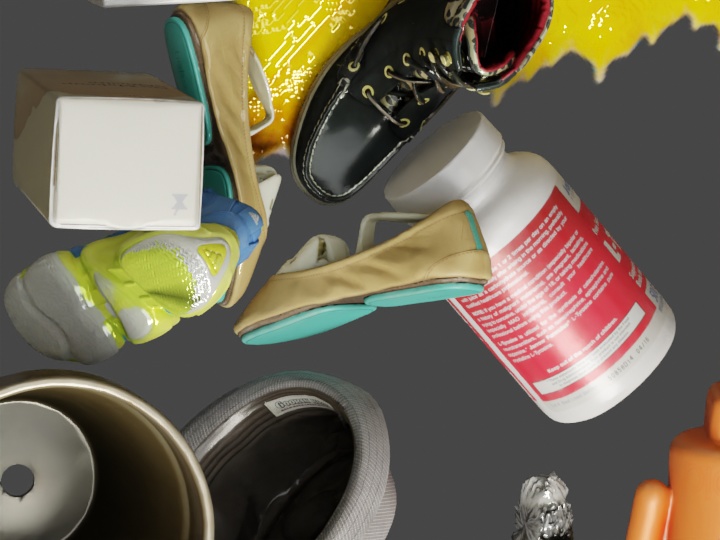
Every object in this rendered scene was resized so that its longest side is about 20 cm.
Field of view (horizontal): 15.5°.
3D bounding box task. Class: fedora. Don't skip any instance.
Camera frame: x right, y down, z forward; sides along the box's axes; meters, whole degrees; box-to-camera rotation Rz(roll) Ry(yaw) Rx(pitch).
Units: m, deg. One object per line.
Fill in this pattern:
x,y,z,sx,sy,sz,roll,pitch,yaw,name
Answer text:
-0.053,0.164,1.736,0.200,0.177,0.090,-48,137,-3,fedora

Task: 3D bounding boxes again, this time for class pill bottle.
0.110,-0.004,1.758,0.112,0.112,0.200,-43,107,-5,pill bottle

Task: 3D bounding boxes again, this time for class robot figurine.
0.266,0.180,1.830,0.143,0.116,0.202,-5,100,-36,robot figurine

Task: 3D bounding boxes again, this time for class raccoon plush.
0.178,0.245,1.834,0.133,0.097,0.202,5,92,-31,raccoon plush

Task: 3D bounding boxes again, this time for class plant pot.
-0.205,0.148,1.664,0.199,0.173,0.202,-3,100,-14,plant pot

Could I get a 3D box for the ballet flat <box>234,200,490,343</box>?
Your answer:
0.000,0.000,1.709,0.068,0.199,0.063,6,73,-54,ballet flat

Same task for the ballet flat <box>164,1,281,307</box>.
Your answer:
-0.081,-0.077,1.721,0.063,0.069,0.201,-13,104,-28,ballet flat

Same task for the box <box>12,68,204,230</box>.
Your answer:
-0.157,-0.076,1.627,0.094,0.200,0.078,1,98,-15,box

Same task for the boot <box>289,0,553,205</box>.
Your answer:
0.038,-0.125,1.697,0.073,0.154,0.204,37,88,-17,boot

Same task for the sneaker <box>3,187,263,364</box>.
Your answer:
-0.136,0.001,1.682,0.105,0.199,0.076,-38,109,-43,sneaker

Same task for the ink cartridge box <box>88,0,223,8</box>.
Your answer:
-0.074,-0.231,1.677,0.199,0.067,0.117,-5,99,-14,ink cartridge box
